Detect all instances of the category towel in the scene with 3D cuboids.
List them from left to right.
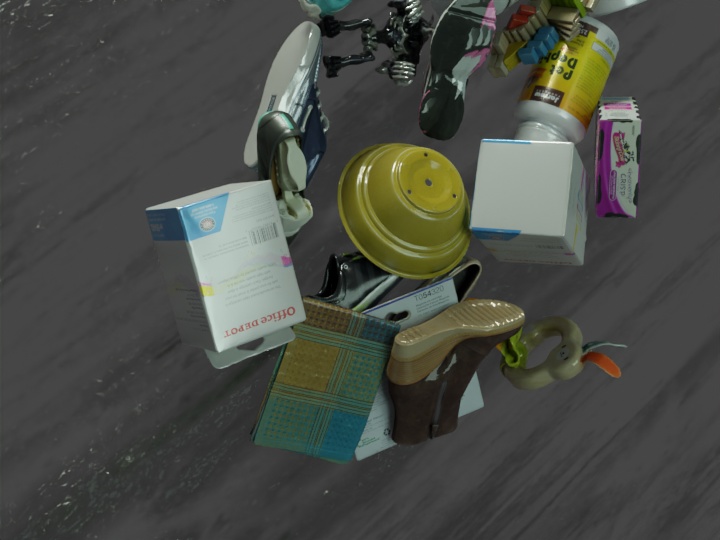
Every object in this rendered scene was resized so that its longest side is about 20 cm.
[{"bbox_3d":[-0.045,0.143,1.567,0.145,0.022,0.203,16,101,-20],"label":"towel"}]

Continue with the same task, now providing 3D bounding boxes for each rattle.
[{"bbox_3d":[0.256,0.085,1.690,0.129,0.199,0.145,-32,107,-25],"label":"rattle"}]

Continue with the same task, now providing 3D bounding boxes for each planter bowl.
[{"bbox_3d":[0.075,-0.098,1.601,0.197,0.084,0.204,10,62,-19],"label":"planter bowl"}]

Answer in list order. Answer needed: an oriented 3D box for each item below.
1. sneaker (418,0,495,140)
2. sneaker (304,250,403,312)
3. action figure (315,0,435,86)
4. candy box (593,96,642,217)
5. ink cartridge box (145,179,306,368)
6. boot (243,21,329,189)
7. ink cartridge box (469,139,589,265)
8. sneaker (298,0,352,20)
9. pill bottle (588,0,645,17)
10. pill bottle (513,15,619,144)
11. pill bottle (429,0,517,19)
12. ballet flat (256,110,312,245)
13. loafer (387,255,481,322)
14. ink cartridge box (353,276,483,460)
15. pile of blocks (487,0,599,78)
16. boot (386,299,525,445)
[{"bbox_3d":[0.119,-0.284,1.638,0.079,0.087,0.202,17,117,-10],"label":"sneaker"},{"bbox_3d":[0.000,0.000,1.614,0.083,0.071,0.201,48,70,-21],"label":"sneaker"},{"bbox_3d":[0.041,-0.302,1.607,0.198,0.102,0.121,-17,117,-32],"label":"action figure"},{"bbox_3d":[0.364,-0.165,1.738,0.060,0.200,0.139,2,108,9],"label":"candy box"},{"bbox_3d":[-0.162,0.005,1.489,0.127,0.125,0.203,-18,101,-28],"label":"ink cartridge box"},{"bbox_3d":[-0.076,-0.210,1.571,0.090,0.072,0.203,23,88,-35],"label":"boot"},{"bbox_3d":[0.237,-0.087,1.670,0.200,0.126,0.128,35,62,-69],"label":"ink cartridge box"},{"bbox_3d":[0.004,-0.400,1.597,0.078,0.079,0.201,47,69,-22],"label":"sneaker"},{"bbox_3d":[0.353,-0.480,1.776,0.113,0.114,0.203,-24,103,-27],"label":"pill bottle"},{"bbox_3d":[0.288,-0.256,1.749,0.108,0.109,0.203,29,77,-27],"label":"pill bottle"},{"bbox_3d":[0.189,-0.423,1.683,0.199,0.116,0.118,-37,109,-23],"label":"pill bottle"},{"bbox_3d":[-0.095,-0.098,1.511,0.067,0.068,0.203,-26,132,-28],"label":"ballet flat"},{"bbox_3d":[0.095,0.057,1.675,0.072,0.063,0.201,43,71,-25],"label":"loafer"},{"bbox_3d":[0.053,0.126,1.626,0.194,0.043,0.203,-20,111,-12],"label":"ink cartridge box"},{"bbox_3d":[0.253,-0.350,1.707,0.200,0.082,0.062,-44,136,4],"label":"pile of blocks"},{"bbox_3d":[0.124,0.134,1.609,0.197,0.072,0.169,-15,124,-19],"label":"boot"}]
